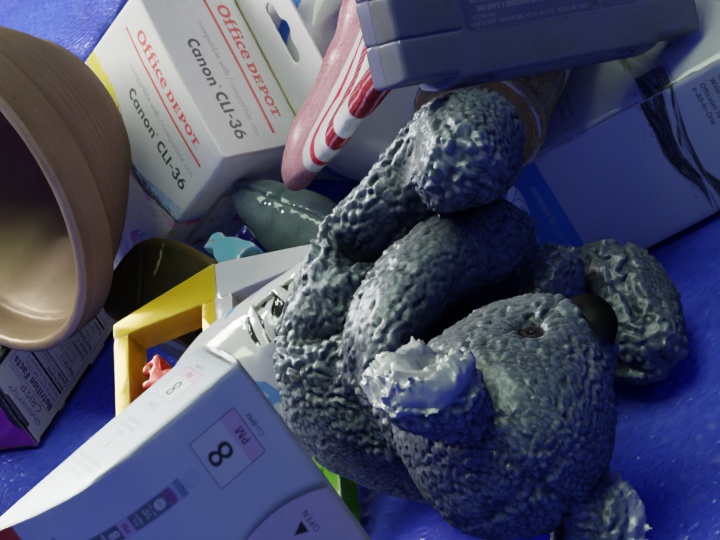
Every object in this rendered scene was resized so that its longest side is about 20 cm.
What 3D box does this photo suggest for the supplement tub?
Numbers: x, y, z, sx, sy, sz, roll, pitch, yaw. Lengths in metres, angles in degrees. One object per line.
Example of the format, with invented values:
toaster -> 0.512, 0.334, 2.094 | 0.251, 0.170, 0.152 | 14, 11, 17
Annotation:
supplement tub -> -0.041, -0.119, 1.684 | 0.200, 0.132, 0.132 | 4, 45, 51

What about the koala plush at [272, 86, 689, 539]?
koala plush -> 0.056, 0.055, 1.276 | 0.184, 0.177, 0.200 | -43, 27, 8

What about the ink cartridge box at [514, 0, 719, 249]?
ink cartridge box -> 0.146, -0.087, 1.480 | 0.199, 0.084, 0.145 | -28, 28, 11

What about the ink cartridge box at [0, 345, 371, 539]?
ink cartridge box -> -0.091, 0.158, 1.259 | 0.200, 0.163, 0.057 | -42, 24, -16

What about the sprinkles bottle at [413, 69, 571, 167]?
sprinkles bottle -> 0.084, -0.132, 1.452 | 0.068, 0.068, 0.200 | -15, 33, 32

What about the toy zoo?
toy zoo -> -0.065, 0.067, 1.451 | 0.131, 0.020, 0.201 | -22, 52, 22

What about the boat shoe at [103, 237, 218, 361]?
boat shoe -> -0.058, 0.040, 1.525 | 0.200, 0.063, 0.073 | 19, 73, 46

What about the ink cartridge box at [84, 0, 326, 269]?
ink cartridge box -> -0.101, -0.084, 1.608 | 0.067, 0.117, 0.200 | -15, -23, -39

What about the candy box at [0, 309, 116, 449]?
candy box -> -0.207, 0.021, 1.712 | 0.136, 0.061, 0.200 | -8, 37, 39

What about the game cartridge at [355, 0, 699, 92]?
game cartridge -> 0.073, -0.157, 1.354 | 0.199, 0.130, 0.038 | -13, 5, -40

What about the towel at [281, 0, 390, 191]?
towel -> 0.010, -0.132, 1.446 | 0.200, 0.023, 0.145 | 136, 154, -68

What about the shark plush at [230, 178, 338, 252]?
shark plush -> 0.000, 0.000, 1.497 | 0.091, 0.083, 0.200 | -38, 28, -10

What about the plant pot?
plant pot -> -0.191, -0.063, 1.579 | 0.093, 0.201, 0.200 | -36, 24, -34

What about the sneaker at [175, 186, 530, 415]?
sneaker -> -0.011, 0.009, 1.393 | 0.200, 0.073, 0.072 | -31, 52, 6
